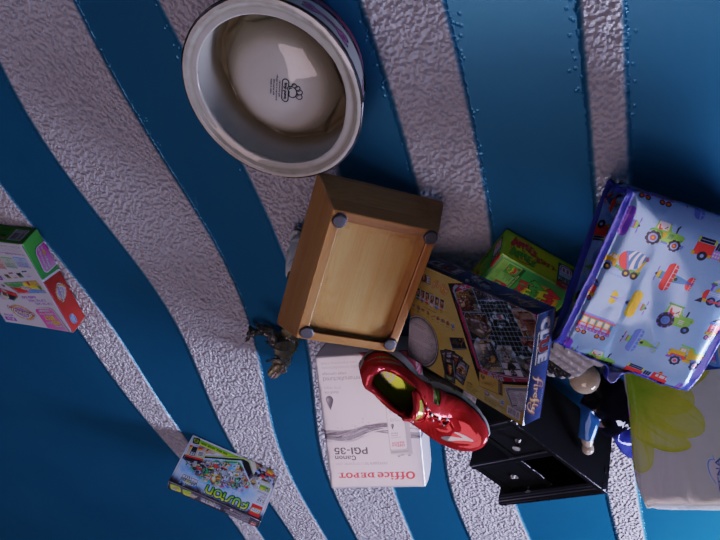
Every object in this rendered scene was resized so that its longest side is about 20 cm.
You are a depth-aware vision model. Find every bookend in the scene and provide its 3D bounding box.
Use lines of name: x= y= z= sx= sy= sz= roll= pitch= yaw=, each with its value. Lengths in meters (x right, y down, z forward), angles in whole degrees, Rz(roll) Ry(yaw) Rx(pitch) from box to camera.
bookend: x=0.220 y=0.245 z=0.958 sx=0.199 sy=0.093 sz=0.198 roll=38 pitch=141 yaw=-19

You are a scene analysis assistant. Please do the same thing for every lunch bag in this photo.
lunch bag: x=0.300 y=0.028 z=0.684 sx=0.149 sy=0.094 sz=0.203 roll=19 pitch=105 yaw=4

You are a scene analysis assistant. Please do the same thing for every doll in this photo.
doll: x=0.345 y=0.194 z=0.886 sx=0.137 sy=0.048 sz=0.200 roll=-46 pitch=113 yaw=1

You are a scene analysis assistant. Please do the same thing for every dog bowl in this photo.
dog bowl: x=-0.083 y=-0.202 z=0.697 sx=0.197 sy=0.074 sz=0.202 roll=11 pitch=134 yaw=12

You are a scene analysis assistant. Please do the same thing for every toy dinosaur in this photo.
toy dinosaur: x=-0.128 y=0.105 z=1.014 sx=0.087 sy=0.048 sz=0.200 roll=18 pitch=145 yaw=-14

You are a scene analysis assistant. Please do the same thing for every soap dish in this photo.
soap dish: x=0.000 y=0.000 z=0.781 sx=0.155 sy=0.081 sz=0.202 roll=11 pitch=115 yaw=-17

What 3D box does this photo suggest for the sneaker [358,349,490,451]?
sneaker: x=0.078 y=0.179 z=0.853 sx=0.199 sy=0.085 sz=0.078 roll=33 pitch=103 yaw=-1

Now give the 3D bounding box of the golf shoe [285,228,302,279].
golf shoe: x=-0.053 y=0.041 z=0.896 sx=0.077 sy=0.098 sz=0.201 roll=-9 pitch=129 yaw=26

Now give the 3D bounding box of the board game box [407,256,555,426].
board game box: x=0.136 y=0.077 z=0.790 sx=0.199 sy=0.034 sz=0.137 roll=27 pitch=121 yaw=48

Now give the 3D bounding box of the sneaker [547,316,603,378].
sneaker: x=0.270 y=0.082 z=0.827 sx=0.075 sy=0.082 sz=0.200 roll=35 pitch=154 yaw=-14

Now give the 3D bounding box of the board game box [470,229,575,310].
board game box: x=0.174 y=0.048 z=0.846 sx=0.101 sy=0.048 sz=0.201 roll=27 pitch=136 yaw=-5

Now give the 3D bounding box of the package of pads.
package of pads: x=0.397 y=0.176 z=0.780 sx=0.153 sy=0.203 sz=0.068 roll=-11 pitch=165 yaw=29

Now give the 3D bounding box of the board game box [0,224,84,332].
board game box: x=-0.577 y=0.014 z=1.117 sx=0.151 sy=0.041 sz=0.202 roll=7 pitch=133 yaw=16

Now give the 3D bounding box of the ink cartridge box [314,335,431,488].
ink cartridge box: x=0.022 y=0.204 z=0.954 sx=0.144 sy=0.083 sz=0.203 roll=-5 pitch=100 yaw=12

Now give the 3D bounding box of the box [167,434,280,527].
box: x=-0.273 y=0.424 z=1.332 sx=0.198 sy=0.111 sz=0.035 roll=24 pitch=136 yaw=-2

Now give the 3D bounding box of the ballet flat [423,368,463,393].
ballet flat: x=0.062 y=0.165 z=1.000 sx=0.198 sy=0.047 sz=0.068 roll=22 pitch=135 yaw=1
